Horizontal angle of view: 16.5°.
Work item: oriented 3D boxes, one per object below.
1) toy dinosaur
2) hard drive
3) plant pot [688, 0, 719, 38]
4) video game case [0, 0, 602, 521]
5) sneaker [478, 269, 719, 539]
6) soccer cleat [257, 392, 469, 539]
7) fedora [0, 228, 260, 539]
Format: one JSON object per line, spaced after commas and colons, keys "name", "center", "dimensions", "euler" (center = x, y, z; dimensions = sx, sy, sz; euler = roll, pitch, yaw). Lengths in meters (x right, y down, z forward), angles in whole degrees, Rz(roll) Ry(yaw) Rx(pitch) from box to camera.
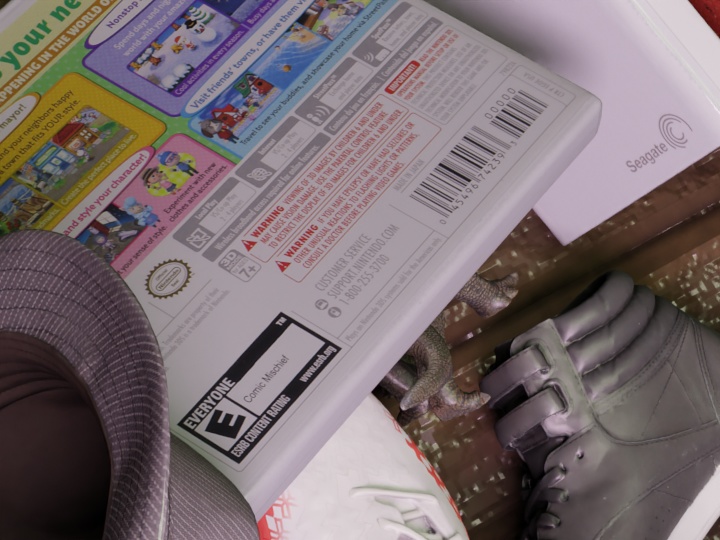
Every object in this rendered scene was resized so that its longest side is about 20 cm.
{"name": "toy dinosaur", "center": [0.000, 0.000, 0.845], "dimensions": [0.102, 0.077, 0.200], "euler": [48, 26, -13]}
{"name": "hard drive", "center": [0.045, -0.109, 0.886], "dimensions": [0.027, 0.132, 0.200], "euler": [-41, 92, -28]}
{"name": "plant pot", "center": [0.150, -0.158, 0.921], "dimensions": [0.200, 0.200, 0.176], "euler": [-33, 100, -26]}
{"name": "video game case", "center": [-0.051, -0.032, 0.790], "dimensions": [0.182, 0.022, 0.200], "euler": [31, 57, 19]}
{"name": "sneaker", "center": [0.068, 0.083, 0.878], "dimensions": [0.099, 0.071, 0.200], "euler": [40, 61, -3]}
{"name": "soccer cleat", "center": [0.024, 0.118, 0.758], "dimensions": [0.069, 0.085, 0.200], "euler": [-19, 84, -26]}
{"name": "fedora", "center": [-0.093, 0.098, 0.673], "dimensions": [0.090, 0.177, 0.200], "euler": [32, 93, -41]}
